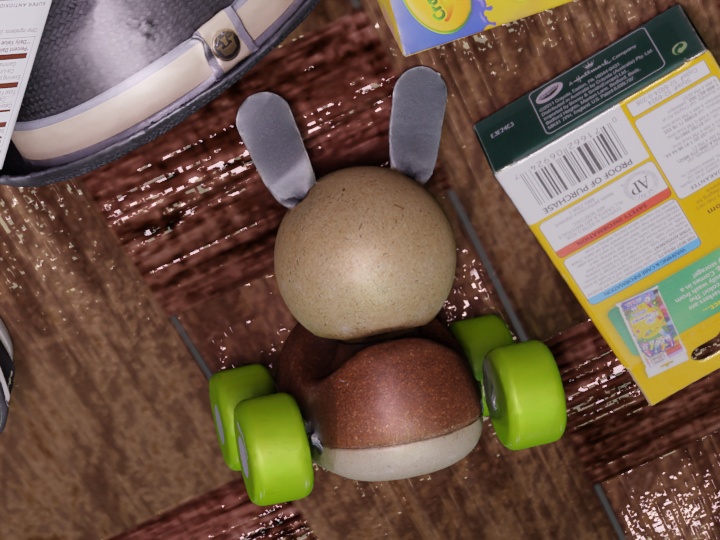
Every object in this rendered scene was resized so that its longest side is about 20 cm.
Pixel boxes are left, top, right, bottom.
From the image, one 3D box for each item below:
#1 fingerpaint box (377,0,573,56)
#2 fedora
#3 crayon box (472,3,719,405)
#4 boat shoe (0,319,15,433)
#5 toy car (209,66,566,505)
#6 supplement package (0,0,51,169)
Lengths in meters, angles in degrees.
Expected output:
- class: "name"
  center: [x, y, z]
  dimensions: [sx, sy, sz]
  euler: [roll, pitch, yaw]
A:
- class: "fingerpaint box"
  center: [0.067, -0.219, 1.003]
  dimensions: [0.166, 0.073, 0.200]
  euler: [-19, 129, -1]
- class: "fedora"
  center: [-0.107, -0.128, 0.967]
  dimensions: [0.200, 0.201, 0.092]
  euler: [-29, 116, 8]
- class: "crayon box"
  center: [0.162, -0.031, 1.189]
  dimensions: [0.126, 0.052, 0.200]
  euler: [-30, 128, 9]
- class: "boat shoe"
  center: [-0.237, 0.012, 1.107]
  dimensions: [0.074, 0.060, 0.200]
  euler: [-24, 129, 6]
- class: "toy car"
  center: [0.000, 0.000, 1.145]
  dimensions: [0.164, 0.158, 0.201]
  euler: [-11, 100, -11]
- class: "supplement package"
  center: [-0.219, -0.169, 0.866]
  dimensions: [0.147, 0.191, 0.200]
  euler: [-7, 132, -38]
